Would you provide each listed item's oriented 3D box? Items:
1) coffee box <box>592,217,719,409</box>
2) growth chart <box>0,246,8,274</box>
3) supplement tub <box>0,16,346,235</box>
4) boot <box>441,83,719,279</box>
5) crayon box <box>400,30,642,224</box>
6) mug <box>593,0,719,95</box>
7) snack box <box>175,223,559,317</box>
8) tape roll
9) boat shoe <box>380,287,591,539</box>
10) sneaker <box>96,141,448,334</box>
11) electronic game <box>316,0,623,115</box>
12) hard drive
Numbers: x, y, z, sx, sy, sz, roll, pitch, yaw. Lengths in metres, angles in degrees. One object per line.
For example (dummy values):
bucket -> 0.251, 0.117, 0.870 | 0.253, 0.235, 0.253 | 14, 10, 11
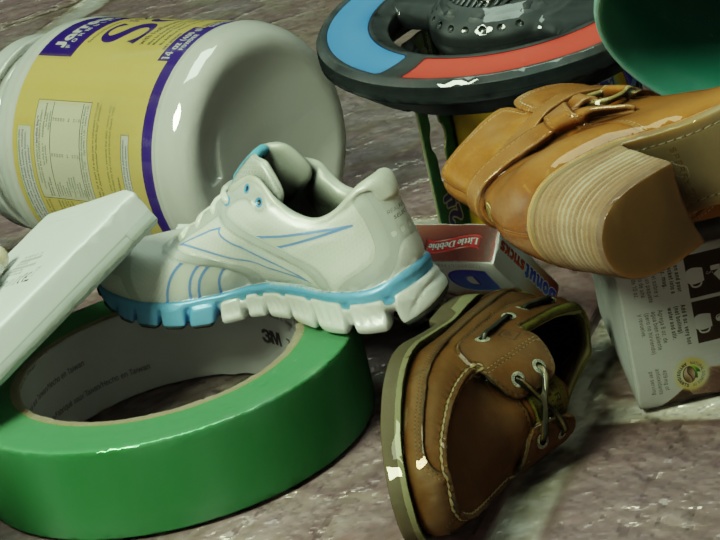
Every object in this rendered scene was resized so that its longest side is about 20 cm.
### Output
coffee box -> 0.212, -0.012, 1.067 | 0.199, 0.080, 0.113 | -13, 23, 2
growth chart -> -0.256, 0.067, 1.114 | 0.200, 0.018, 0.145 | -37, 14, 11
supplement tub -> -0.123, -0.077, 1.343 | 0.200, 0.146, 0.145 | 7, 29, 42
boot -> 0.146, -0.059, 1.035 | 0.200, 0.077, 0.155 | -30, 23, -16
crayon box -> 0.101, -0.108, 1.315 | 0.051, 0.126, 0.200 | 1, 26, 31
mug -> 0.201, -0.148, 1.064 | 0.152, 0.185, 0.115 | -9, 56, 38
snack box -> 0.000, 0.000, 1.181 | 0.199, 0.072, 0.024 | 1, 65, 33
tape roll -> -0.094, 0.062, 1.112 | 0.200, 0.048, 0.201 | -11, 22, 4
boat shoe -> 0.059, 0.054, 1.004 | 0.068, 0.072, 0.200 | -8, 22, 17
sneaker -> -0.052, -0.021, 1.112 | 0.199, 0.087, 0.075 | -2, 25, 32
electronic game -> 0.074, -0.134, 1.178 | 0.199, 0.042, 0.200 | -11, 27, 5
hard drive -> -0.195, 0.042, 1.112 | 0.200, 0.026, 0.132 | -48, 16, -22
